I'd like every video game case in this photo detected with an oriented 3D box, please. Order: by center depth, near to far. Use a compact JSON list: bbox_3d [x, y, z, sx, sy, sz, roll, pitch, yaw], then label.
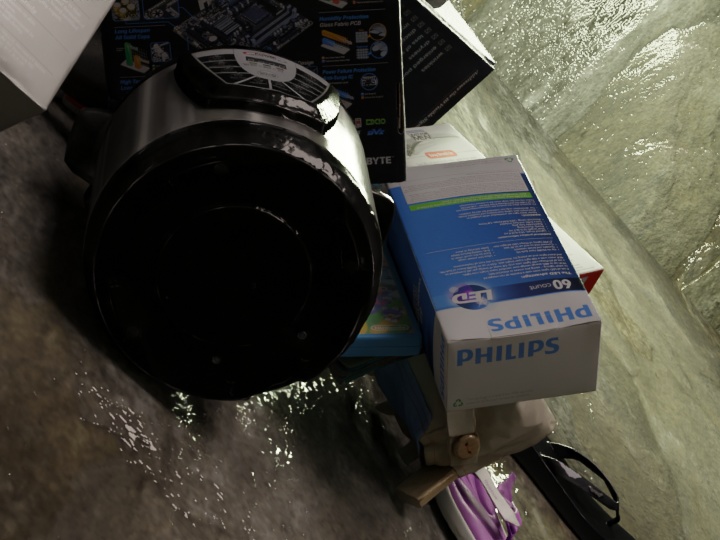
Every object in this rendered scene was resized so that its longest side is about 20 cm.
[{"bbox_3d":[-0.048,-0.006,1.179,0.142,0.018,0.201,-1,33,-13],"label":"video game case"}]

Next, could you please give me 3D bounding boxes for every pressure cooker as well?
[{"bbox_3d":[-0.080,-0.039,1.039,0.177,0.177,0.200,60,9,-24],"label":"pressure cooker"}]

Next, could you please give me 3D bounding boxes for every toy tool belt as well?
[{"bbox_3d":[0.045,0.075,1.256,0.125,0.122,0.200,52,3,-42],"label":"toy tool belt"}]

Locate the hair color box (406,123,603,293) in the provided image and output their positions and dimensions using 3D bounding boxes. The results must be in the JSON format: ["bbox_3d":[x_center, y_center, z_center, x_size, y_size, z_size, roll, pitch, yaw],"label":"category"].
[{"bbox_3d":[0.091,-0.036,1.432,0.110,0.064,0.200,-10,49,-48],"label":"hair color box"}]

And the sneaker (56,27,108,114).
[{"bbox_3d":[-0.131,-0.137,1.207,0.199,0.082,0.078,22,55,-22],"label":"sneaker"}]

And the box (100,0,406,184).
[{"bbox_3d":[-0.070,-0.152,1.135,0.050,0.198,0.200,-92,179,-68],"label":"box"}]

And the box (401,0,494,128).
[{"bbox_3d":[-0.021,-0.191,1.545,0.196,0.200,0.124,32,21,-51],"label":"box"}]

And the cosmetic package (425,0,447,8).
[{"bbox_3d":[0.074,-0.357,1.441,0.165,0.200,0.165,43,13,-16],"label":"cosmetic package"}]

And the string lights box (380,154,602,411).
[{"bbox_3d":[0.082,0.003,1.150,0.201,0.102,0.059,-108,-166,-53],"label":"string lights box"}]

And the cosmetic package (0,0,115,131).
[{"bbox_3d":[-0.188,-0.172,0.979,0.090,0.106,0.201,41,52,-28],"label":"cosmetic package"}]

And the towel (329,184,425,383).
[{"bbox_3d":[0.000,0.000,1.223,0.200,0.146,0.022,45,-36,45],"label":"towel"}]

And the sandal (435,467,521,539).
[{"bbox_3d":[0.089,0.159,1.294,0.082,0.050,0.203,40,18,-35],"label":"sandal"}]

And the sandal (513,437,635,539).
[{"bbox_3d":[0.185,0.181,1.549,0.200,0.043,0.076,49,14,-6],"label":"sandal"}]
